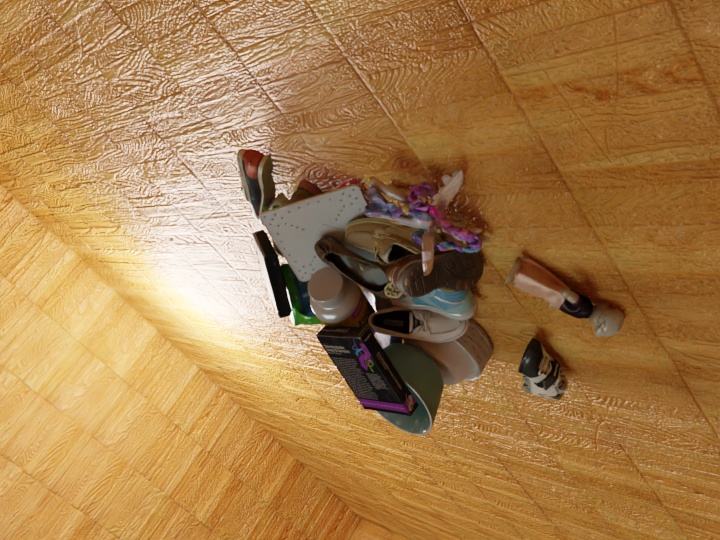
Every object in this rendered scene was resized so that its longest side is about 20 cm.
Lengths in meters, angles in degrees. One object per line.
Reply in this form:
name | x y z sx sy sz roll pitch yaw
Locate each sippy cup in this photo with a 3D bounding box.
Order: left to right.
sippy cup | -0.103 0.040 1.729 0.140 0.128 0.181 112 143 -74

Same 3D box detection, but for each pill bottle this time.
pill bottle | -0.038 0.072 1.569 0.103 0.105 0.200 22 162 28

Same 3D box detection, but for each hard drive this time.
hard drive | -0.193 0.004 1.704 0.200 0.032 0.142 -131 27 -68

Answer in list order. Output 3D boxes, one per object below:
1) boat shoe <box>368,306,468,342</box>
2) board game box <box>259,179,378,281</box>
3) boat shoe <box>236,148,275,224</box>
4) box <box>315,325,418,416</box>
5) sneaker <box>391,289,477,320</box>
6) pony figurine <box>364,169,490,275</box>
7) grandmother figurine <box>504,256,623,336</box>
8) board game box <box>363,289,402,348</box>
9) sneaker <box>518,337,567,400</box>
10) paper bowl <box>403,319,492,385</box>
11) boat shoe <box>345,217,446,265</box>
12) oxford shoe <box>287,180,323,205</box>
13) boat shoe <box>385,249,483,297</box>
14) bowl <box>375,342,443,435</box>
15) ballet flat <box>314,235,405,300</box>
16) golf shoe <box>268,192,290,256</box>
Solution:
boat shoe | 0.111 0.106 1.540 0.197 0.075 0.065 -4 174 17
board game box | -0.063 -0.073 1.492 0.197 0.026 0.201 -15 136 14
boat shoe | -0.213 -0.170 1.586 0.062 0.072 0.201 19 149 8
box | 0.012 0.193 1.517 0.142 0.036 0.201 -2 127 50
sneaker | 0.122 0.018 1.479 0.197 0.080 0.131 12 151 25
pony figurine | 0.104 -0.088 1.253 0.198 0.169 0.193 23 -174 19
grandmother figurine | 0.334 0.045 1.273 0.198 0.061 0.121 29 -177 10
board game box | 0.047 0.113 1.708 0.201 0.036 0.153 95 156 -62
sneaker | 0.356 0.193 1.498 0.088 0.075 0.200 22 163 28
paper bowl | 0.169 0.162 1.649 0.199 0.105 0.201 31 156 15
boat shoe | 0.056 -0.045 1.418 0.197 0.067 0.074 9 147 24
oxford shoe | -0.069 -0.083 1.552 0.200 0.074 0.070 45 155 -20
boat shoe | 0.128 -0.004 1.334 0.071 0.198 0.077 22 111 50
bowl | 0.091 0.226 1.599 0.199 0.105 0.202 30 147 22
ballet flat | 0.000 0.000 1.464 0.198 0.046 0.068 31 115 2
golf shoe | -0.141 -0.077 1.667 0.090 0.076 0.201 23 155 19
